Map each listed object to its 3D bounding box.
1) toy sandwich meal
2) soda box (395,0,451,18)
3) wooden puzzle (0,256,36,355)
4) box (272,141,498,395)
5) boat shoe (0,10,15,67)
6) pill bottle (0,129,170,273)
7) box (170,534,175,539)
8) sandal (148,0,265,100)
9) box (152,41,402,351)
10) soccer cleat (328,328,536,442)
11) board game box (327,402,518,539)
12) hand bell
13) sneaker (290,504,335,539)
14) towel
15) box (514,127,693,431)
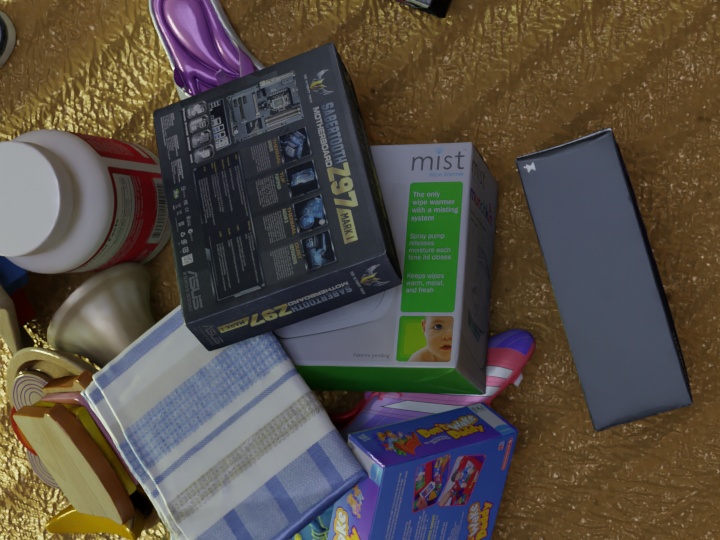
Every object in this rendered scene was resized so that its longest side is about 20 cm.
[{"bbox_3d":[-0.238,0.153,1.106,0.203,0.070,0.207,25,135,27],"label":"toy sandwich meal"},{"bbox_3d":[0.068,-0.311,1.064,0.070,0.063,0.203,22,97,13],"label":"soda box"},{"bbox_3d":[-0.329,-0.026,1.119,0.046,0.200,0.186,-35,81,-14],"label":"wooden puzzle"},{"bbox_3d":[0.000,0.000,1.045,0.197,0.097,0.179,0,74,20],"label":"box"},{"bbox_3d":[-0.392,-0.159,1.192,0.075,0.060,0.201,41,101,10],"label":"boat shoe"},{"bbox_3d":[-0.234,-0.055,1.080,0.110,0.200,0.114,0,91,15],"label":"pill bottle"},{"bbox_3d":[-0.116,0.221,1.133,0.081,0.049,0.204,-2,91,15],"label":"box"},{"bbox_3d":[-0.121,-0.161,1.125,0.082,0.050,0.204,-38,82,13],"label":"sandal"},{"bbox_3d":[-0.066,-0.057,0.997,0.156,0.051,0.202,-20,58,9],"label":"box"},{"bbox_3d":[0.049,0.099,1.075,0.199,0.067,0.077,-37,98,18],"label":"soccer cleat"},{"bbox_3d":[0.038,0.209,1.018,0.045,0.133,0.203,36,123,44],"label":"board game box"},{"bbox_3d":[-0.159,0.100,1.096,0.104,0.104,0.200,-46,70,11],"label":"hand bell"},{"bbox_3d":[-0.041,0.193,1.051,0.075,0.105,0.202,-23,118,-14],"label":"sneaker"},{"bbox_3d":[-0.103,0.116,0.979,0.146,0.024,0.201,-39,66,1],"label":"towel"},{"bbox_3d":[0.184,0.006,1.000,0.078,0.141,0.203,-17,88,15],"label":"box"}]
